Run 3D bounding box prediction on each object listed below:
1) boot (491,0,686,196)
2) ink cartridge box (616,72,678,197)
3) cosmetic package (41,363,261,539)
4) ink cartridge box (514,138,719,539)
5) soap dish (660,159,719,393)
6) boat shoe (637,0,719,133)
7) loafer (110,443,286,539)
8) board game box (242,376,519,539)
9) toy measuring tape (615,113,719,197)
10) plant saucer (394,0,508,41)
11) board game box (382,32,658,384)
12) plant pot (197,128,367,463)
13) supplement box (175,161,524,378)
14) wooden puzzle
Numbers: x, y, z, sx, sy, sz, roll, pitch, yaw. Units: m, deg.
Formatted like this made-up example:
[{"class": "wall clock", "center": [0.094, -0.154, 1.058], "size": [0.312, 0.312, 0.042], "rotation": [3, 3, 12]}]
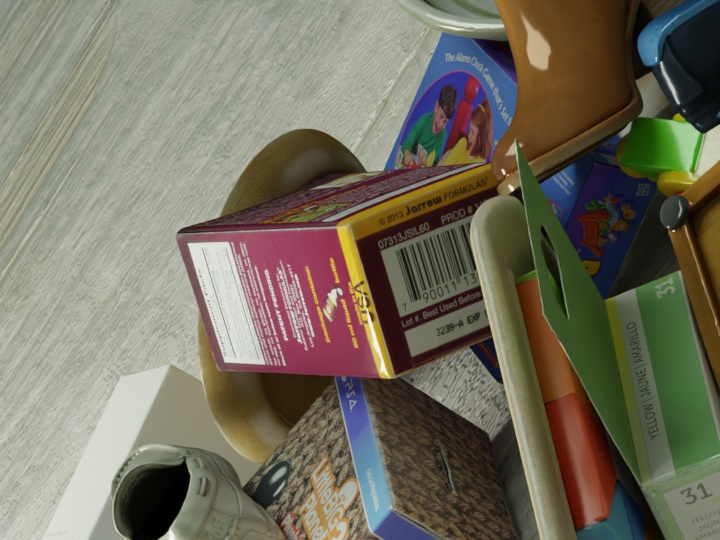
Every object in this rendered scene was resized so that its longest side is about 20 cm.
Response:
[{"class": "boot", "center": [0.088, -0.140, 1.467], "size": [0.200, 0.155, 0.077], "rotation": [-46, 11, -36]}, {"class": "ink cartridge box", "center": [0.145, -0.099, 1.630], "size": [0.200, 0.050, 0.162], "rotation": [-37, 29, 35]}, {"class": "cosmetic package", "center": [-0.132, 0.170, 1.778], "size": [0.085, 0.107, 0.200], "rotation": [-17, 44, 60]}, {"class": "ink cartridge box", "center": [0.131, 0.047, 1.268], "size": [0.048, 0.200, 0.146], "rotation": [-21, 32, 10]}, {"class": "soap dish", "center": [0.226, -0.015, 1.255], "size": [0.200, 0.081, 0.158], "rotation": [-44, 44, 35]}, {"class": "boat shoe", "center": [0.233, -0.132, 1.425], "size": [0.200, 0.069, 0.084], "rotation": [-27, 6, -3]}, {"class": "loafer", "center": [-0.101, 0.126, 1.559], "size": [0.070, 0.070, 0.200], "rotation": [-60, 22, -5]}, {"class": "board game box", "center": [-0.016, 0.176, 1.537], "size": [0.200, 0.097, 0.160], "rotation": [-51, 23, 17]}, {"class": "toy measuring tape", "center": [0.213, -0.047, 1.426], "size": [0.200, 0.074, 0.074], "rotation": [9, 66, 43]}, {"class": "plant saucer", "center": [0.112, -0.187, 1.635], "size": [0.199, 0.050, 0.200], "rotation": [-13, 42, 12]}, {"class": "board game box", "center": [0.080, -0.040, 1.595], "size": [0.135, 0.045, 0.200], "rotation": [-67, 31, 20]}, {"class": "plant pot", "center": [-0.031, 0.017, 1.698], "size": [0.027, 0.200, 0.200], "rotation": [9, 64, 29]}, {"class": "supplement box", "center": [0.000, 0.000, 1.540], "size": [0.110, 0.086, 0.200], "rotation": [-21, 9, -28]}, {"class": "wooden puzzle", "center": [0.104, 0.089, 1.261], "size": [0.037, 0.185, 0.200], "rotation": [-17, 55, 15]}]
